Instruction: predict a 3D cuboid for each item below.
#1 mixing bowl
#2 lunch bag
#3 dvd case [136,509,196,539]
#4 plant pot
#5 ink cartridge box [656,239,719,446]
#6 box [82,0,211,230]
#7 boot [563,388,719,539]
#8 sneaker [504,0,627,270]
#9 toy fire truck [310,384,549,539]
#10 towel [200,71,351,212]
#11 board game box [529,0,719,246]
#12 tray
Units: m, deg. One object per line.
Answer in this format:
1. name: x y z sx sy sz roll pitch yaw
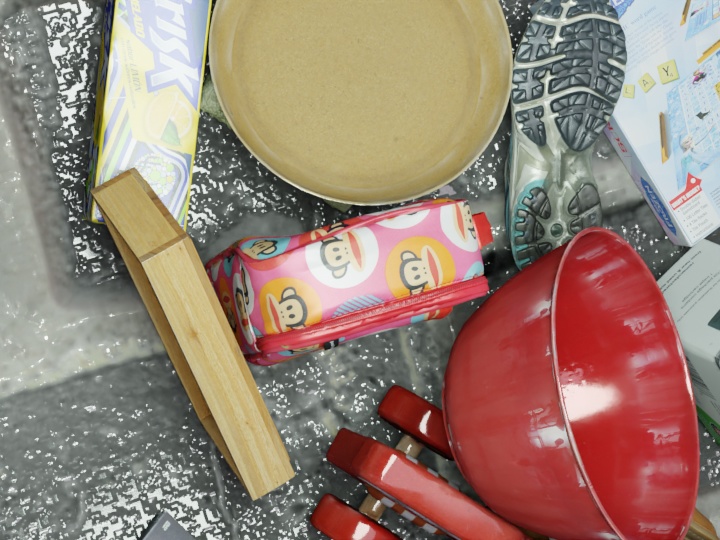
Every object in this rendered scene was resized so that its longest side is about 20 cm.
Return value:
1. mixing bowl: 0.119 0.083 1.297 0.108 0.200 0.202 -14 98 30
2. lunch bag: 0.000 0.000 1.346 0.175 0.200 0.083 -17 92 -12
3. dvd case: -0.102 0.280 1.395 0.200 0.016 0.149 46 54 -12
4. plant pot: -0.001 -0.136 1.368 0.198 0.027 0.202 2 76 -9
5. ink cartridge box: 0.287 0.077 1.402 0.083 0.200 0.147 -43 118 -8
6. box: -0.136 -0.128 1.371 0.064 0.070 0.202 6 92 -13
7. boot: 0.182 0.118 1.460 0.199 0.076 0.157 28 47 -44
8. sneaker: 0.124 -0.096 1.425 0.077 0.086 0.202 6 100 -12
9. toy fire truck: 0.067 0.167 1.385 0.199 0.168 0.113 34 85 -13
10. towel: -0.006 -0.157 1.419 0.148 0.036 0.201 35 85 -12
11. board game box: 0.251 -0.155 1.478 0.199 0.041 0.200 -34 100 -9
12. tray: -0.103 0.041 1.332 0.037 0.099 0.201 -29 127 -10
